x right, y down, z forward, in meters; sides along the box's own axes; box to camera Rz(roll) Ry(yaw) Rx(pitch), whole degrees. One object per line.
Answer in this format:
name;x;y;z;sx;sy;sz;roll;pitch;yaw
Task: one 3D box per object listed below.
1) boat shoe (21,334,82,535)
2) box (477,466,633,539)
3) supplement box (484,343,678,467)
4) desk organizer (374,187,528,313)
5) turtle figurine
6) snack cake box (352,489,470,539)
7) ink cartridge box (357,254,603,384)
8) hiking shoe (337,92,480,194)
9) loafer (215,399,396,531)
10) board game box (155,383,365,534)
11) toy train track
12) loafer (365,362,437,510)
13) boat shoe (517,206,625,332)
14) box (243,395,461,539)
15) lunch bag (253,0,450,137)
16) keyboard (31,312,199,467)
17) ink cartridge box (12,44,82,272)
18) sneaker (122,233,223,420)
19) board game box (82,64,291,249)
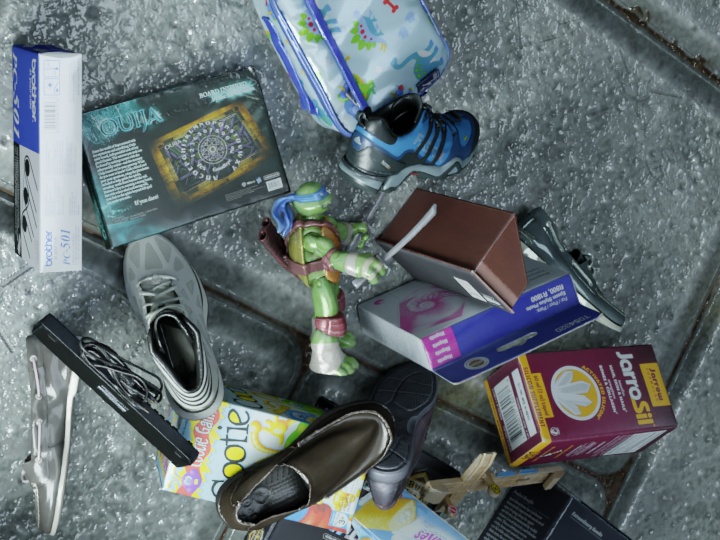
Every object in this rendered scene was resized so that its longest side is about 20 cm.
boat shoe;-0.313;0.159;1.428;0.056;0.067;0.202;7;94;-10
box;0.217;0.366;1.741;0.148;0.104;0.201;39;82;-30
supplement box;0.260;0.157;1.699;0.198;0.086;0.111;-3;65;-28
desk organizer;0.106;-0.025;1.531;0.072;0.200;0.077;42;79;-29
turtle figurine;0.000;0.000;1.506;0.198;0.144;0.196;-15;119;-32
snack cake box;0.074;0.317;1.539;0.067;0.200;0.116;-32;116;-17
ink cartridge box;0.126;0.041;1.557;0.195;0.200;0.044;-23;112;-23
hiking shoe;0.064;-0.141;1.482;0.199;0.074;0.087;-25;141;-46
loafer;-0.047;0.200;1.416;0.199;0.071;0.073;-33;102;-6
board game box;-0.100;0.187;1.493;0.198;0.105;0.104;15;94;-14
toy train track;0.156;0.248;1.635;0.198;0.033;0.115;-1;140;-35
loafer;0.039;0.178;1.576;0.071;0.201;0.064;8;123;10
boat shoe;0.252;0.001;1.691;0.200;0.073;0.062;38;87;-25
box;-0.011;0.273;1.627;0.199;0.050;0.200;31;85;-30
lunch bag;-0.012;-0.249;1.482;0.160;0.082;0.201;-34;115;-14
keyboard;-0.221;0.107;1.366;0.200;0.104;0.040;44;68;-11
ink cartridge box;-0.294;-0.106;1.351;0.044;0.094;0.202;-4;103;-28
sneaker;-0.180;0.035;1.389;0.075;0.116;0.202;-19;71;-10
board game box;-0.178;-0.115;1.435;0.198;0.028;0.137;-19;97;-24
